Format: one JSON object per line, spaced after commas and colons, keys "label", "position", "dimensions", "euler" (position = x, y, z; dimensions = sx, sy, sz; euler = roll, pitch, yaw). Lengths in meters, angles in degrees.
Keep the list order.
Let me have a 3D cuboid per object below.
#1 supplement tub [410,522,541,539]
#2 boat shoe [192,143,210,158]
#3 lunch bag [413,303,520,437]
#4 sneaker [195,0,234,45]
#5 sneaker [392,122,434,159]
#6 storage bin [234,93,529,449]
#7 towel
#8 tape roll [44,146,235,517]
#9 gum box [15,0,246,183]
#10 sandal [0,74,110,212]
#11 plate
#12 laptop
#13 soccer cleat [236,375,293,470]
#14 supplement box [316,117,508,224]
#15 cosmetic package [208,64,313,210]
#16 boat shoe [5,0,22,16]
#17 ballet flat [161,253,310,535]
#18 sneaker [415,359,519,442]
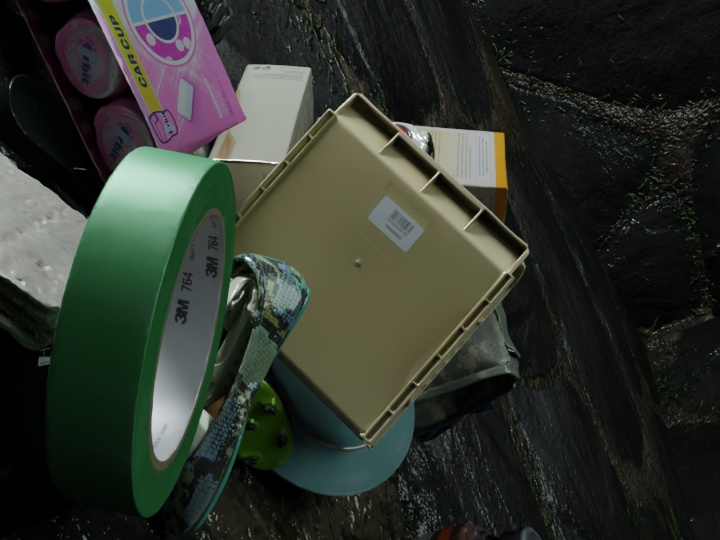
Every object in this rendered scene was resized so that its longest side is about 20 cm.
{"label": "supplement tub", "position": [0.055, 0.266, 0.787], "dimensions": [0.107, 0.198, 0.108], "euler": [51, 26, -37]}
{"label": "boat shoe", "position": [-0.191, -0.168, 0.845], "dimensions": [0.075, 0.064, 0.204], "euler": [-103, 166, -59]}
{"label": "lunch bag", "position": [0.058, 0.069, 1.007], "dimensions": [0.117, 0.198, 0.166], "euler": [32, 38, -55]}
{"label": "sneaker", "position": [-0.162, -0.254, 0.944], "dimensions": [0.100, 0.070, 0.201], "euler": [55, 9, -22]}
{"label": "sneaker", "position": [0.012, -0.033, 0.896], "dimensions": [0.077, 0.083, 0.204], "euler": [22, 81, -76]}
{"label": "storage bin", "position": [0.000, 0.000, 0.799], "dimensions": [0.200, 0.199, 0.094], "euler": [42, -4, 9]}
{"label": "towel", "position": [-0.220, -0.037, 0.550], "dimensions": [0.199, 0.035, 0.133], "euler": [40, 14, -5]}
{"label": "tape roll", "position": [-0.118, 0.034, 0.567], "dimensions": [0.200, 0.047, 0.204], "euler": [12, 90, -87]}
{"label": "gum box", "position": [-0.171, -0.169, 0.730], "dimensions": [0.113, 0.065, 0.203], "euler": [-39, 108, -56]}
{"label": "sandal", "position": [-0.188, -0.078, 0.757], "dimensions": [0.200, 0.047, 0.076], "euler": [40, 33, -51]}
{"label": "plate", "position": [-0.029, 0.096, 0.875], "dimensions": [0.197, 0.026, 0.203], "euler": [18, 52, -25]}
{"label": "laptop", "position": [-0.219, 0.038, 0.612], "dimensions": [0.187, 0.114, 0.204], "euler": [-9, 105, -69]}
{"label": "soccer cleat", "position": [-0.112, 0.069, 0.778], "dimensions": [0.201, 0.067, 0.081], "euler": [58, 9, -23]}
{"label": "supplement box", "position": [0.044, -0.086, 0.987], "dimensions": [0.127, 0.196, 0.075], "euler": [-78, 173, -57]}
{"label": "cosmetic package", "position": [-0.091, -0.108, 0.951], "dimensions": [0.201, 0.070, 0.107], "euler": [-81, 174, -56]}
{"label": "boat shoe", "position": [-0.268, -0.289, 0.762], "dimensions": [0.068, 0.071, 0.204], "euler": [25, 53, -63]}
{"label": "ballet flat", "position": [-0.105, 0.079, 0.692], "dimensions": [0.074, 0.073, 0.203], "euler": [42, 65, -48]}
{"label": "sneaker", "position": [0.112, 0.142, 1.116], "dimensions": [0.077, 0.200, 0.077], "euler": [6, 62, -21]}
